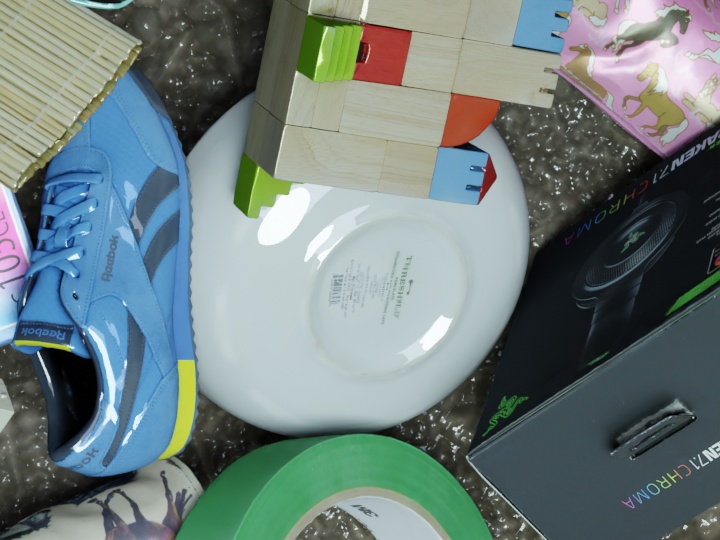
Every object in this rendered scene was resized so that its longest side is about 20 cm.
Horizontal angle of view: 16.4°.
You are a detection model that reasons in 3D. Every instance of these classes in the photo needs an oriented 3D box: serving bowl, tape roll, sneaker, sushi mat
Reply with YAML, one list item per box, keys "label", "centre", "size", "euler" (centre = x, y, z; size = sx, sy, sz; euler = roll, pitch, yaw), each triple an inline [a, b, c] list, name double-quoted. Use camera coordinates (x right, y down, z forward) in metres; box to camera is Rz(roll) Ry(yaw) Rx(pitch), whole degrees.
- label: "serving bowl"
  centre: [0.000, 0.000, 1.221]
  size: [0.200, 0.066, 0.200]
  euler: [-10, 116, -20]
- label: "tape roll"
  centre: [-0.010, 0.180, 1.211]
  size: [0.200, 0.048, 0.201]
  euler: [8, 78, -42]
- label: "sneaker"
  centre: [-0.125, -0.004, 1.165]
  size: [0.078, 0.066, 0.200]
  euler: [-1, 85, -49]
- label: "sushi mat"
  centre: [-0.209, -0.122, 1.175]
  size: [0.200, 0.012, 0.096]
  euler: [32, 68, 13]

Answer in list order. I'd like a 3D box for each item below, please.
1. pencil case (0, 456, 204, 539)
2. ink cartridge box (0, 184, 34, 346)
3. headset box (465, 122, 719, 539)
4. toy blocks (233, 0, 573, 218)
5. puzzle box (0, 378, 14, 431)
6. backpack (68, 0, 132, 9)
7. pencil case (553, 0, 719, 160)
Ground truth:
- label: "pencil case"
  centre: [-0.168, 0.156, 1.212]
  size: [0.200, 0.089, 0.078]
  euler: [-20, 102, -16]
- label: "ink cartridge box"
  centre: [-0.261, -0.006, 1.198]
  size: [0.200, 0.076, 0.137]
  euler: [-20, 99, -8]
- label: "headset box"
  centre: [0.155, 0.032, 1.190]
  size: [0.174, 0.200, 0.093]
  euler: [-36, 107, 32]
- label: "toy blocks"
  centre: [0.031, -0.111, 1.133]
  size: [0.137, 0.100, 0.200]
  euler: [7, 103, -21]
- label: "puzzle box"
  centre: [-0.278, 0.083, 1.156]
  size: [0.200, 0.025, 0.133]
  euler: [18, 122, -38]
- label: "backpack"
  centre: [-0.159, -0.225, 1.018]
  size: [0.200, 0.153, 0.176]
  euler: [15, 113, -29]
- label: "pencil case"
  centre: [0.166, -0.097, 1.275]
  size: [0.200, 0.083, 0.087]
  euler: [37, 130, -13]
